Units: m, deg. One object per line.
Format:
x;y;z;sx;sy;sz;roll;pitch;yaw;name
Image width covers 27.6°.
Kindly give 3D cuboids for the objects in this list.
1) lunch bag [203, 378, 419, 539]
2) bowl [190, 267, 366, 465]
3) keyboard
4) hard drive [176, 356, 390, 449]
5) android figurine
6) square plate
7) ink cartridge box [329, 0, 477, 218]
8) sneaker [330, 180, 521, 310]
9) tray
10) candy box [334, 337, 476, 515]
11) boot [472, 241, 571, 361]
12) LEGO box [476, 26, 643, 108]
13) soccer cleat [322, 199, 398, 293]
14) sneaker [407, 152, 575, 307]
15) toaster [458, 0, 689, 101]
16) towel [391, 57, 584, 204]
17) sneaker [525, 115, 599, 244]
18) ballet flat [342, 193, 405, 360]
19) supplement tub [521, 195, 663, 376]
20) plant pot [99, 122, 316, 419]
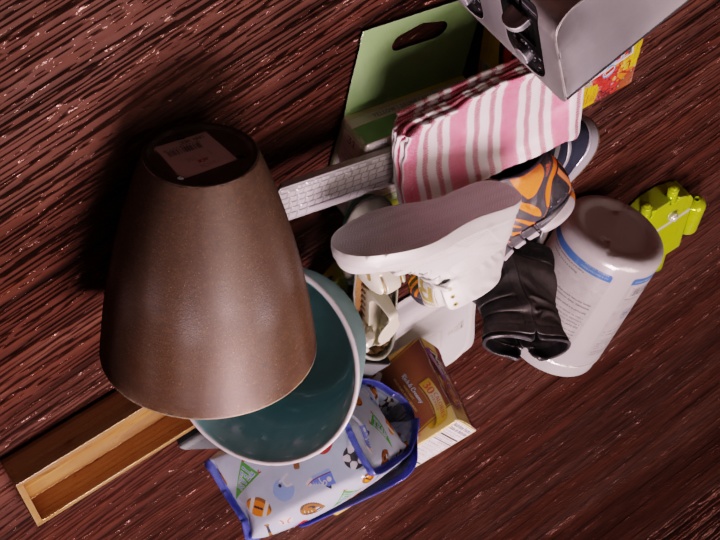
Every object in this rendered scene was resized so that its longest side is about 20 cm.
-0.038;0.197;1.556;0.170;0.124;0.200;-29;174;17;lunch bag
-0.074;0.074;1.397;0.201;0.201;0.105;-54;170;25;bowl
0.004;-0.085;1.325;0.200;0.011;0.056;-20;148;-30;keyboard
-0.084;0.132;1.554;0.200;0.033;0.140;-33;159;26;hard drive
0.380;-0.045;1.939;0.182;0.041;0.200;-30;153;-19;android figurine
0.066;0.088;1.747;0.198;0.028;0.200;-31;152;-17;square plate
0.050;-0.149;1.347;0.145;0.048;0.200;-23;151;-30;ink cartridge box
0.059;-0.004;1.348;0.200;0.074;0.116;-16;131;-29;sneaker
-0.250;0.167;1.449;0.200;0.037;0.099;-32;152;-17;tray
0.020;0.179;1.677;0.200;0.117;0.056;-33;149;14;candy box
0.127;0.024;1.542;0.200;0.132;0.070;7;143;-14;boot
0.194;-0.236;1.364;0.149;0.077;0.200;-30;151;-21;LEGO box
0.000;0.001;1.482;0.084;0.065;0.200;-20;151;-55;soccer cleat
0.114;-0.055;1.461;0.200;0.078;0.112;-40;138;-1;sneaker
0.175;-0.266;1.180;0.200;0.181;0.119;-38;152;-2;toaster
0.121;-0.128;1.334;0.200;0.030;0.146;-25;151;-10;towel
0.169;-0.083;1.573;0.108;0.070;0.200;-6;133;-52;sneaker
0.018;0.012;1.413;0.067;0.064;0.200;-24;144;-23;ballet flat
0.272;0.019;1.793;0.132;0.132;0.200;-16;145;-40;supplement tub
-0.129;-0.014;1.206;0.187;0.187;0.200;-24;134;-29;plant pot
